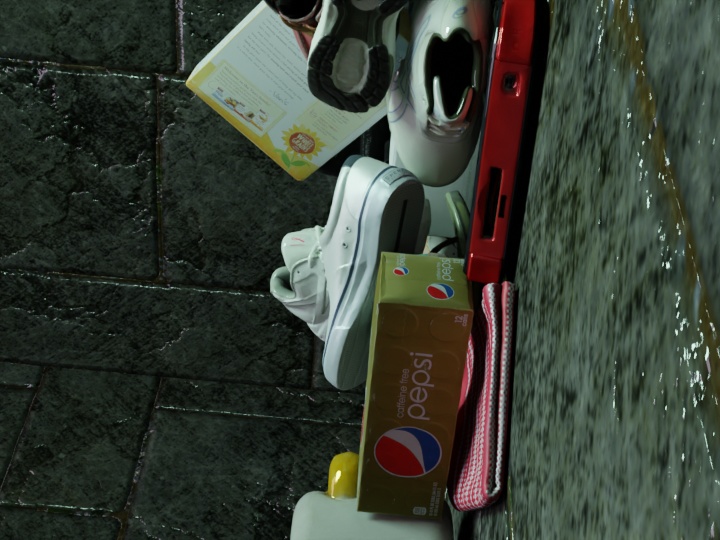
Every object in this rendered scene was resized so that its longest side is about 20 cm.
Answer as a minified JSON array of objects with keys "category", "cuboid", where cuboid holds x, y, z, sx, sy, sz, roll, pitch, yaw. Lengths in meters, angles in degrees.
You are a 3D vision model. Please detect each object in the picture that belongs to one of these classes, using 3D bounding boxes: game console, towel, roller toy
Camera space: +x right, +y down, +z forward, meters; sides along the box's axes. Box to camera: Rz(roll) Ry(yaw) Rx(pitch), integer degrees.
[{"category":"game console","cuboid":[0.100,-0.106,0.914,0.177,0.031,0.201,-72,-11,-63]},{"category":"towel","cuboid":[0.082,0.095,0.926,0.200,0.022,0.145,96,178,-78]},{"category":"roller toy","cuboid":[0.003,0.265,1.044,0.183,0.139,0.201,-88,-1,-61]}]

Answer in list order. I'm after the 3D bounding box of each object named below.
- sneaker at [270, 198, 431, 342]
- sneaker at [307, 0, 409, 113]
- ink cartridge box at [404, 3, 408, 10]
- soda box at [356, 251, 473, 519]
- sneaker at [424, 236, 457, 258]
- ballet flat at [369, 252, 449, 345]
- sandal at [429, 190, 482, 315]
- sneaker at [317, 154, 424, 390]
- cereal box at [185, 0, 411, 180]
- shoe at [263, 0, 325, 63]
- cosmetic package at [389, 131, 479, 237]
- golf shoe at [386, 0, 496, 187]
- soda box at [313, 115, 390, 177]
[{"category":"sneaker","cuboid":[-0.016,-0.009,1.136,0.200,0.099,0.078,-45,25,43]},{"category":"sneaker","cuboid":[0.007,-0.215,0.949,0.089,0.077,0.200,-81,10,-46]},{"category":"ink cartridge box","cuboid":[0.055,-0.317,1.249,0.083,0.146,0.201,-79,-6,-60]},{"category":"soda box","cuboid":[0.038,0.087,0.964,0.064,0.067,0.201,-85,0,-56]},{"category":"sneaker","cuboid":[0.061,0.017,1.199,0.074,0.080,0.201,53,-153,-58]},{"category":"ballet flat","cuboid":[0.041,0.076,1.053,0.068,0.067,0.201,-55,-31,-65]},{"category":"sandal","cuboid":[0.069,0.034,1.106,0.080,0.057,0.202,-87,2,-84]},{"category":"sneaker","cuboid":[0.000,0.000,1.068,0.071,0.073,0.201,35,122,38]},{"category":"cereal box","cuboid":[-0.041,-0.179,1.159,0.200,0.144,0.040,-34,23,39]},{"category":"shoe","cuboid":[-0.039,-0.209,1.036,0.201,0.071,0.091,79,-157,-43]},{"category":"cosmetic package","cuboid":[0.069,-0.123,1.217,0.200,0.084,0.108,-86,1,-58]},{"category":"golf shoe","cuboid":[0.057,-0.127,0.974,0.097,0.078,0.201,-86,-2,-46]},{"category":"soda box","cuboid":[-0.012,-0.189,1.232,0.063,0.071,0.201,-37,-45,-52]}]
